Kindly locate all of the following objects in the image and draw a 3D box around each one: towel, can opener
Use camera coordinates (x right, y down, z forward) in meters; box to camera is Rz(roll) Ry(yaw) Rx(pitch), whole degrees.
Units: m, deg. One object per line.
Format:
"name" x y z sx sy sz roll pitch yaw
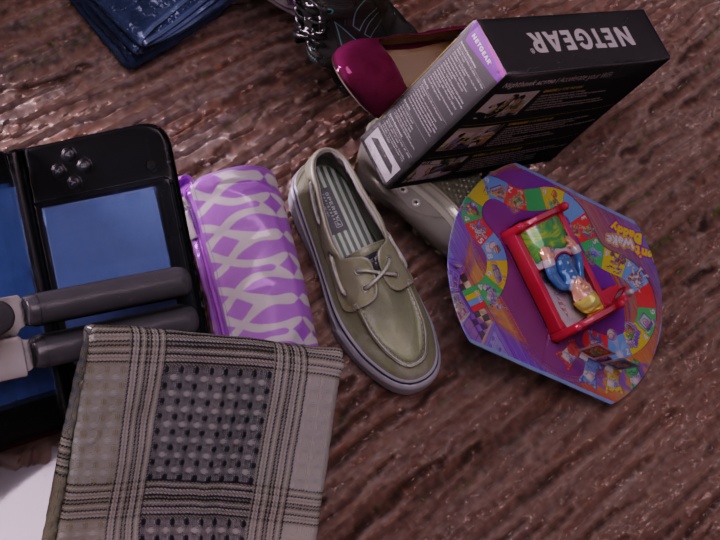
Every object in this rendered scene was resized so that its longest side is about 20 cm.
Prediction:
"towel" -0.111 0.142 0.967 0.191 0.034 0.202 8 98 -29
"towel" -0.143 -0.260 1.190 0.200 0.049 0.112 -40 78 -20
"can opener" -0.197 0.038 0.933 0.198 0.067 0.054 -12 94 -23

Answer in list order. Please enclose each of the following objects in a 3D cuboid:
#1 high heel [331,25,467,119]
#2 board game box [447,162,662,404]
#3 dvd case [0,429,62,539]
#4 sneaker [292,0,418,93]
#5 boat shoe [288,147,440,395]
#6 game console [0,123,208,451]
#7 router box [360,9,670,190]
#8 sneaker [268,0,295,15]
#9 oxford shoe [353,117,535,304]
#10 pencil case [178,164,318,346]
"high heel" 0.051 -0.166 1.098 0.096 0.200 0.068 -33 84 24
"board game box" 0.162 0.003 1.103 0.199 0.039 0.159 24 64 -20
"dvd case" -0.283 0.156 1.020 0.198 0.018 0.144 8 68 -5
"sneaker" -0.016 -0.196 1.109 0.079 0.200 0.076 -41 62 5
"boat shoe" 0.000 0.000 1.101 0.072 0.062 0.201 -25 75 -17
"game console" -0.205 0.012 0.977 0.171 0.119 0.202 -10 93 8
"router box" 0.118 -0.130 1.084 0.199 0.149 0.051 -13 69 -43
"sneaker" -0.042 -0.249 1.136 0.199 0.114 0.073 11 83 -30
"oxford shoe" 0.072 -0.040 1.135 0.200 0.058 0.075 42 40 -6
"pencil case" -0.083 0.018 1.068 0.085 0.084 0.202 4 62 -45
